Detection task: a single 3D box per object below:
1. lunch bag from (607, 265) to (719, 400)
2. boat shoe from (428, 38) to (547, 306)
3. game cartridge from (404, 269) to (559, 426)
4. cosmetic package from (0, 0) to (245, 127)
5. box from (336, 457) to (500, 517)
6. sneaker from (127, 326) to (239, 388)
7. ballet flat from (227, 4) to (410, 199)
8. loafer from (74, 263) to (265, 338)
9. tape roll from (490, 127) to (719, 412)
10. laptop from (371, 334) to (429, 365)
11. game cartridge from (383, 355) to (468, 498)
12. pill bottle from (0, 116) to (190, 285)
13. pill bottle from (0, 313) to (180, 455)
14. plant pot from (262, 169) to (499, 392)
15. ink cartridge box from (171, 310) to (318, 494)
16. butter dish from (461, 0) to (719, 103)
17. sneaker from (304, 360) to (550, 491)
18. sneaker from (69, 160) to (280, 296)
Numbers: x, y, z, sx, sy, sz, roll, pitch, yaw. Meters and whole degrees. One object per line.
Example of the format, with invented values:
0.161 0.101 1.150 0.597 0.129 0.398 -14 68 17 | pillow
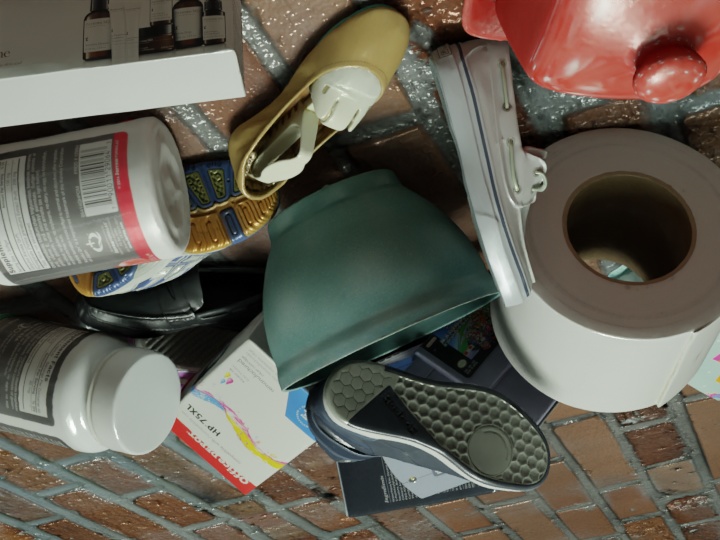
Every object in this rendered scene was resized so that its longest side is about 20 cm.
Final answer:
0.374 0.022 1.095 0.200 0.123 0.170 -36 137 27 | lunch bag
0.108 -0.075 0.833 0.066 0.202 0.074 -16 -169 4 | boat shoe
0.138 0.070 1.027 0.129 0.200 0.038 35 151 17 | game cartridge
-0.179 -0.150 0.746 0.198 0.083 0.051 -7 147 1 | cosmetic package
0.093 0.213 1.313 0.199 0.108 0.148 -18 169 30 | box
-0.159 0.106 1.196 0.199 0.073 0.114 21 145 -21 | sneaker
-0.030 -0.117 0.844 0.068 0.063 0.200 19 141 -32 | ballet flat
-0.164 0.021 1.052 0.199 0.068 0.071 0 141 -20 | loafer
0.214 0.000 0.949 0.201 0.204 0.140 -5 149 -2 | tape roll
0.044 0.099 1.163 0.186 0.117 0.200 -27 137 32 | laptop
0.079 0.150 1.125 0.132 0.042 0.201 -17 136 4 | game cartridge
-0.241 -0.049 0.874 0.198 0.112 0.111 -9 149 6 | pill bottle
-0.276 0.109 1.062 0.199 0.114 0.113 8 158 29 | pill bottle
0.000 0.000 0.935 0.199 0.135 0.200 -24 172 -4 | plant pot
-0.107 0.134 1.078 0.116 0.067 0.200 42 126 -8 | ink cartridge box
0.180 -0.172 0.707 0.198 0.149 0.200 1 149 -10 | butter dish
0.049 0.136 0.953 0.201 0.077 0.146 23 159 -9 | sneaker
-0.154 -0.037 0.968 0.199 0.076 0.088 -20 172 14 | sneaker
